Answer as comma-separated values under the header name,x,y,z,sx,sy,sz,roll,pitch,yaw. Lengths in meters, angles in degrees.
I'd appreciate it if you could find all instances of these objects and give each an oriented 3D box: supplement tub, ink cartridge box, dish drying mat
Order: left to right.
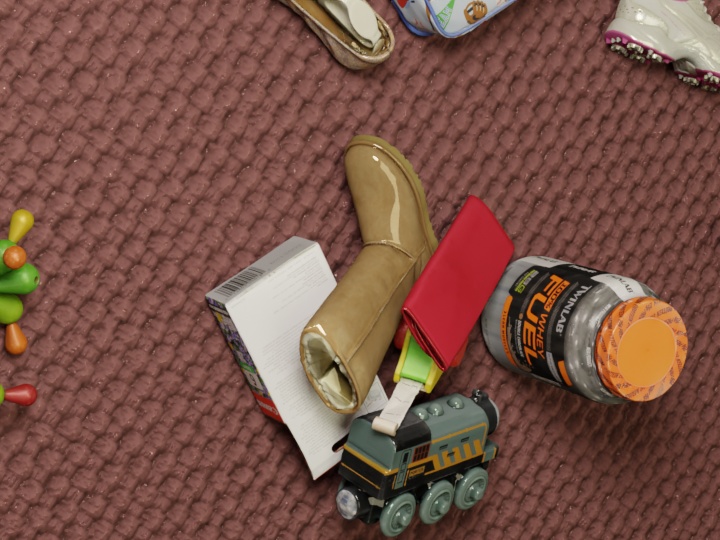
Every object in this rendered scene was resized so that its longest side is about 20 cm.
name,x,y,z,sx,sy,sz,roll,pitch,yaw
ink cartridge box,-0.053,0.082,1.572,0.109,0.050,0.201,-34,115,-22
dish drying mat,0.093,0.009,1.597,0.077,0.018,0.200,56,39,-19
supplement tub,0.217,0.059,1.635,0.122,0.200,0.123,-5,101,-29

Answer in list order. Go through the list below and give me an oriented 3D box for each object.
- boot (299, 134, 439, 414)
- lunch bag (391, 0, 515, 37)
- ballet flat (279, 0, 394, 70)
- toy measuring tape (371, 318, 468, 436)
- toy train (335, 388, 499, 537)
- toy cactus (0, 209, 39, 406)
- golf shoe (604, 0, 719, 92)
name,x,y,z,sx,sy,sz,roll,pitch,yaw
boot,0.000,0.000,1.528,0.176,0.066,0.200,61,42,-26
lunch bag,0.103,-0.324,1.575,0.200,0.075,0.161,-39,113,-18
ballet flat,-0.038,-0.257,1.508,0.200,0.067,0.068,40,78,-29
toy measuring tape,0.055,0.079,1.580,0.200,0.073,0.074,-52,128,-58
toy train,0.059,0.178,1.606,0.200,0.085,0.114,-12,123,-44
toy cactus,-0.342,0.028,1.379,0.164,0.102,0.201,-10,112,-18
golf shoe,0.344,-0.241,1.730,0.199,0.075,0.092,18,86,-32
